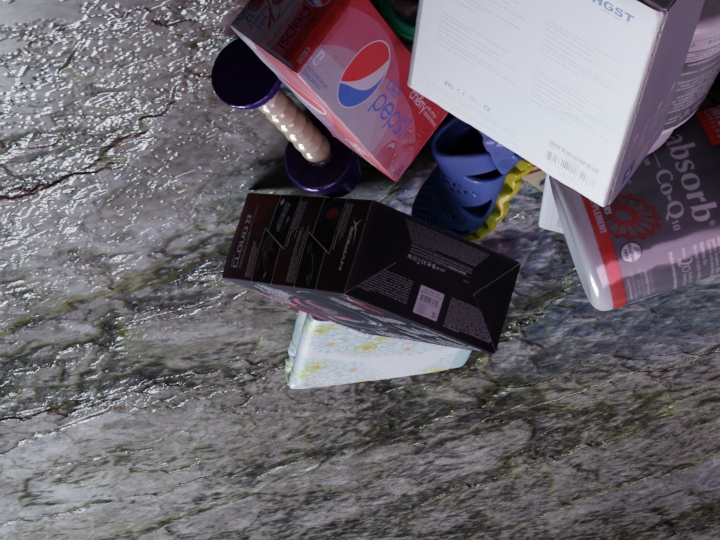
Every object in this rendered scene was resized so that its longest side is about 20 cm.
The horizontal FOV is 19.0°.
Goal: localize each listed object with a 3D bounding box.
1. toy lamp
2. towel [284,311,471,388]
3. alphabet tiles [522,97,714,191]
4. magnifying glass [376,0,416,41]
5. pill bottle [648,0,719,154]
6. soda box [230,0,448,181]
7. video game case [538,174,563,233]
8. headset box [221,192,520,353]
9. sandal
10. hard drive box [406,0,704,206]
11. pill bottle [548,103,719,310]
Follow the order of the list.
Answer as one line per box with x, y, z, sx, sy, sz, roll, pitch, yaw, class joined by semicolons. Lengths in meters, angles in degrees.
-0.047;-0.101;1.516;0.058;0.059;0.200;-17;156;14;toy lamp
0.023;0.051;1.948;0.170;0.049;0.200;-5;158;-10;towel
0.220;-0.094;1.742;0.165;0.006;0.200;-21;157;23;alphabet tiles
0.076;-0.158;1.443;0.079;0.023;0.200;-24;144;18;magnifying glass
0.187;-0.157;1.419;0.112;0.114;0.200;-8;158;-10;pill bottle
-0.008;-0.132;1.412;0.070;0.063;0.200;-52;154;-2;soda box
0.235;-0.059;1.696;0.180;0.024;0.200;15;159;7;video game case
0.000;0.000;1.641;0.148;0.076;0.199;22;171;-32;headset box
0.086;-0.089;1.601;0.086;0.080;0.200;6;145;-30;sandal
0.117;-0.153;1.288;0.077;0.155;0.200;-51;165;-27;hard drive box
0.244;-0.055;1.540;0.198;0.117;0.116;-19;158;2;pill bottle
